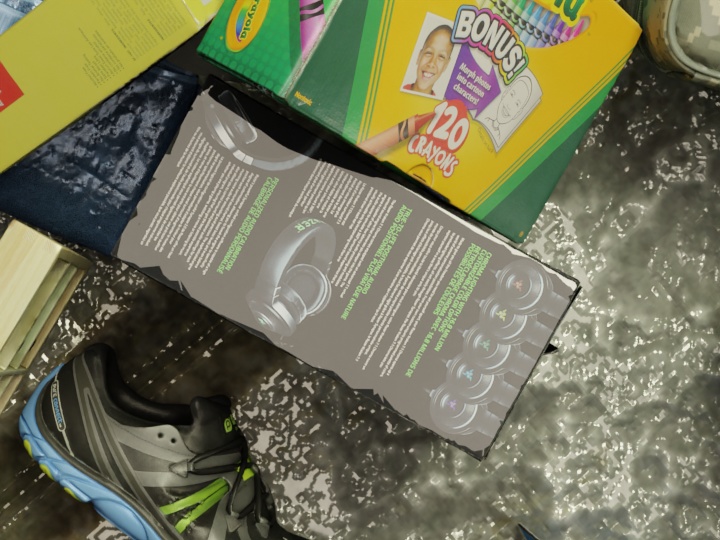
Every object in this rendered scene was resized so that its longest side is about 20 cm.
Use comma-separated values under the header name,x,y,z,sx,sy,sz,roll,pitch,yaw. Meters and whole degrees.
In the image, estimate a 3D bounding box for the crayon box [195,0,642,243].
name,x,y,z,sx,sy,sz,roll,pitch,yaw
crayon box,0.034,-0.100,0.677,0.058,0.200,0.119,31,93,37

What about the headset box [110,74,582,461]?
name,x,y,z,sx,sy,sz,roll,pitch,yaw
headset box,0.000,0.000,0.750,0.200,0.174,0.093,29,92,-1

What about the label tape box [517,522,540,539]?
name,x,y,z,sx,sy,sz,roll,pitch,yaw
label tape box,0.162,0.205,0.768,0.063,0.144,0.200,-29,90,-4

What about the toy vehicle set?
name,x,y,z,sx,sy,sz,roll,pitch,yaw
toy vehicle set,-0.200,0.071,0.764,0.026,0.124,0.200,31,87,-1

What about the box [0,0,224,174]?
name,x,y,z,sx,sy,sz,roll,pitch,yaw
box,-0.136,-0.089,0.690,0.200,0.075,0.050,-27,104,34

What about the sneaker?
name,x,y,z,sx,sy,sz,roll,pitch,yaw
sneaker,-0.078,0.109,0.796,0.199,0.071,0.083,36,93,2

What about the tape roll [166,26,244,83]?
name,x,y,z,sx,sy,sz,roll,pitch,yaw
tape roll,-0.032,-0.185,0.761,0.200,0.066,0.201,-6,52,7

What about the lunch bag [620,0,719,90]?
name,x,y,z,sx,sy,sz,roll,pitch,yaw
lunch bag,0.228,-0.147,0.775,0.199,0.168,0.140,11,98,-4

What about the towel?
name,x,y,z,sx,sy,sz,roll,pitch,yaw
towel,-0.187,-0.094,0.793,0.200,0.049,0.112,26,92,-11
